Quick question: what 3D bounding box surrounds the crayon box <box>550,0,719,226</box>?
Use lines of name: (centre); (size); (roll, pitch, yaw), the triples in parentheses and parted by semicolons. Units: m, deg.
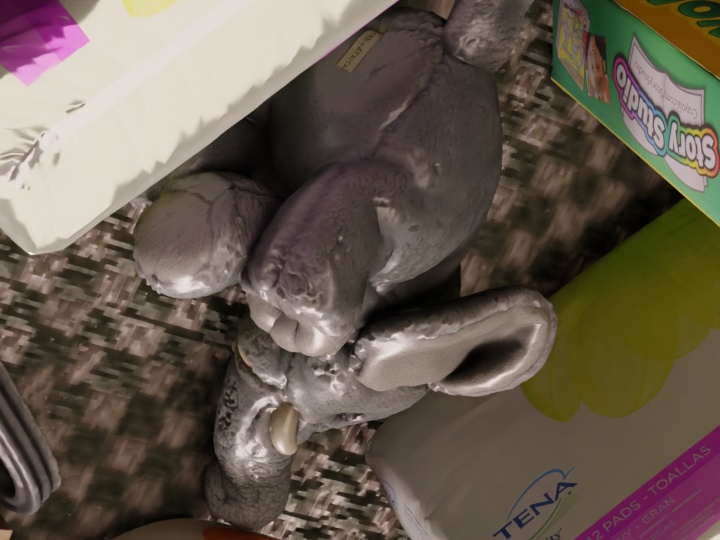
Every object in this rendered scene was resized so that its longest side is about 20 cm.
crayon box: (0.184, -0.068, 0.831); (0.171, 0.200, 0.059); (-8, 117, -18)

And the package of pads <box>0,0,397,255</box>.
package of pads: (-0.052, -0.102, 0.738); (0.199, 0.155, 0.068); (-36, 114, -4)

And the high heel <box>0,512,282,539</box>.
high heel: (-0.089, 0.147, 0.891); (0.198, 0.067, 0.097); (8, 101, -23)

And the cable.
cable: (-0.136, 0.009, 0.797); (0.050, 0.097, 0.201); (-55, 135, -28)

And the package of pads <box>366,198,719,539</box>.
package of pads: (0.116, 0.063, 0.889); (0.199, 0.155, 0.068); (-37, 131, -5)

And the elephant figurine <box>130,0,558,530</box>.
elephant figurine: (0.000, 0.000, 0.844); (0.200, 0.154, 0.142); (60, 41, -52)
